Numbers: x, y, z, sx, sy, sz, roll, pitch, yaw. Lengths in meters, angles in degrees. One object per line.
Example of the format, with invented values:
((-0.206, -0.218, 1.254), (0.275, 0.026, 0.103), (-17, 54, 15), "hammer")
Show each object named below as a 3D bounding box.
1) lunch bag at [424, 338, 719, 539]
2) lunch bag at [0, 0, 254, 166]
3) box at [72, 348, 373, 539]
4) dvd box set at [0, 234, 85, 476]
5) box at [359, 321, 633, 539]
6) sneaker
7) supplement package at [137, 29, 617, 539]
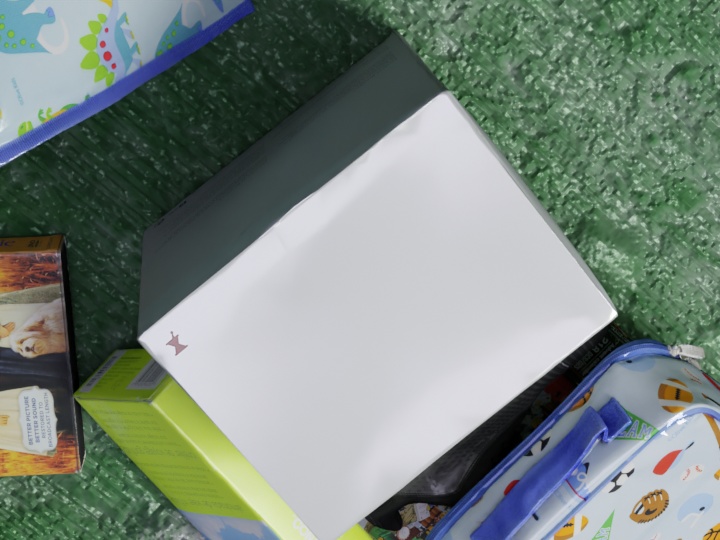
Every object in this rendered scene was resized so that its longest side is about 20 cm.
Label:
((0.136, 0.128, 0.950), (0.200, 0.076, 0.160), (-48, 139, 13), "lunch bag")
((-0.169, -0.168, 0.879), (0.200, 0.127, 0.171), (-33, 111, -21), "lunch bag")
((-0.069, 0.130, 0.985), (0.200, 0.122, 0.048), (50, 65, -19), "box")
((-0.269, 0.054, 1.002), (0.199, 0.029, 0.147), (-2, 110, -2), "dvd box set")
((0.080, 0.099, 1.025), (0.136, 0.038, 0.200), (41, 104, -14), "box")
((0.065, 0.084, 0.967), (0.199, 0.067, 0.091), (-32, 110, 13), "sneaker")
((0.000, 0.000, 0.892), (0.191, 0.200, 0.147), (-38, 106, 5), "supplement package")
